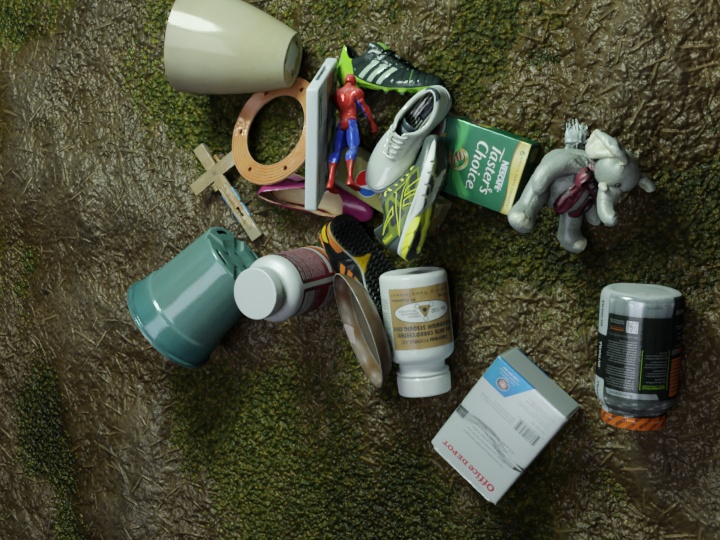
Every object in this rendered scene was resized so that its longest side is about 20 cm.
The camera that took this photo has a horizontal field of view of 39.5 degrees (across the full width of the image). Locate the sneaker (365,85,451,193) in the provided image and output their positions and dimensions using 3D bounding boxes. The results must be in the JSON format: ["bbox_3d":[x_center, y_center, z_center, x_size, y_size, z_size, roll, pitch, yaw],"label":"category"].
[{"bbox_3d":[0.065,-0.212,1.590,0.073,0.071,0.201,40,107,20],"label":"sneaker"}]

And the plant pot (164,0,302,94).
[{"bbox_3d":[-0.208,-0.382,1.727,0.198,0.187,0.189,14,104,13],"label":"plant pot"}]

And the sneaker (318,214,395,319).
[{"bbox_3d":[0.000,0.000,1.731,0.201,0.070,0.090,57,151,-3],"label":"sneaker"}]

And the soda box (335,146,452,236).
[{"bbox_3d":[0.051,-0.132,1.672,0.199,0.068,0.065,32,111,21],"label":"soda box"}]

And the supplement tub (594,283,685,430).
[{"bbox_3d":[0.411,0.126,1.484,0.121,0.122,0.203,7,100,27],"label":"supplement tub"}]

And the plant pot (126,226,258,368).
[{"bbox_3d":[-0.285,0.039,1.820,0.196,0.200,0.201,-41,78,19],"label":"plant pot"}]

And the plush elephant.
[{"bbox_3d":[0.340,-0.124,1.462,0.154,0.164,0.202,11,79,52],"label":"plush elephant"}]

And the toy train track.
[{"bbox_3d":[-0.240,-0.146,1.853,0.114,0.032,0.201,-34,86,21],"label":"toy train track"}]

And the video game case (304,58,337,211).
[{"bbox_3d":[-0.064,-0.224,1.635,0.023,0.183,0.202,5,117,7],"label":"video game case"}]

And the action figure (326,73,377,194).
[{"bbox_3d":[-0.011,-0.218,1.634,0.065,0.099,0.202,-4,74,26],"label":"action figure"}]

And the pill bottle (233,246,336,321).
[{"bbox_3d":[-0.126,0.024,1.717,0.112,0.199,0.114,4,99,27],"label":"pill bottle"}]

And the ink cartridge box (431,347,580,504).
[{"bbox_3d":[0.233,0.250,1.621,0.145,0.084,0.201,42,114,16],"label":"ink cartridge box"}]

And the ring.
[{"bbox_3d":[-0.145,-0.243,1.752,0.199,0.019,0.203,-12,67,31],"label":"ring"}]

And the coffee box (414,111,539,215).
[{"bbox_3d":[0.177,-0.177,1.610,0.199,0.044,0.124,25,108,23],"label":"coffee box"}]

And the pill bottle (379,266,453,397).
[{"bbox_3d":[0.096,0.101,1.656,0.113,0.114,0.203,-3,97,29],"label":"pill bottle"}]

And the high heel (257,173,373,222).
[{"bbox_3d":[-0.078,-0.114,1.725,0.198,0.096,0.068,18,121,28],"label":"high heel"}]

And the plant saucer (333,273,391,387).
[{"bbox_3d":[0.007,0.095,1.666,0.032,0.200,0.202,-21,86,-12],"label":"plant saucer"}]

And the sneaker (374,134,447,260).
[{"bbox_3d":[0.075,-0.120,1.580,0.084,0.074,0.202,21,100,22],"label":"sneaker"}]

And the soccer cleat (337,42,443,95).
[{"bbox_3d":[0.046,-0.332,1.647,0.198,0.067,0.082,12,102,29],"label":"soccer cleat"}]
